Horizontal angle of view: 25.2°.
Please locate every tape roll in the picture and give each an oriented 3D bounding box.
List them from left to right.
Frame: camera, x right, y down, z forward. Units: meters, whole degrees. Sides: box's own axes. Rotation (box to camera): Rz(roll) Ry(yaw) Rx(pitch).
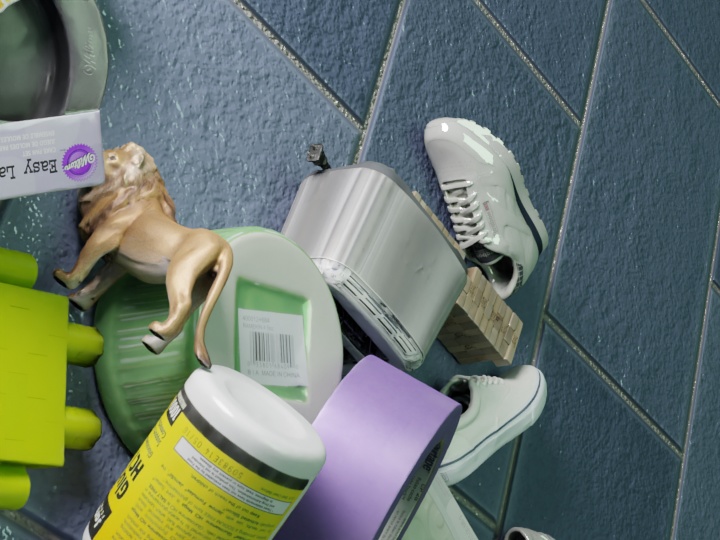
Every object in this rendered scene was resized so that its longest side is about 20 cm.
[{"bbox_3d":[-0.003,0.173,1.272,0.200,0.085,0.200,-59,169,-18],"label":"tape roll"}]

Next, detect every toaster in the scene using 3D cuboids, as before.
[{"bbox_3d":[0.000,0.000,1.385,0.200,0.113,0.129,51,48,-35],"label":"toaster"}]

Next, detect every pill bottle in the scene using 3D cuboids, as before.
[{"bbox_3d":[-0.122,0.175,1.121,0.112,0.112,0.200,27,102,-46],"label":"pill bottle"}]

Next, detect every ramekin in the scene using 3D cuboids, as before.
[{"bbox_3d":[-0.102,0.060,1.249,0.200,0.097,0.201,16,69,-50],"label":"ramekin"}]

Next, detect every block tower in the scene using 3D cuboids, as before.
[{"bbox_3d":[0.078,0.014,1.530,0.200,0.058,0.054,48,48,-32],"label":"block tower"}]

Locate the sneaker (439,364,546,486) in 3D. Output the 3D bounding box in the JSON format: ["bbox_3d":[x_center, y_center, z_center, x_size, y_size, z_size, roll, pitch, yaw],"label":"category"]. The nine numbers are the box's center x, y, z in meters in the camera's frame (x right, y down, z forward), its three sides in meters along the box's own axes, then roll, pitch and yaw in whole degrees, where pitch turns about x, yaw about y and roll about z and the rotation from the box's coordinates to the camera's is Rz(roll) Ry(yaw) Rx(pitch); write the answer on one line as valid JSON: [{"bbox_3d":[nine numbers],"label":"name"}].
[{"bbox_3d":[0.116,0.129,1.536,0.200,0.073,0.071,-38,115,-49],"label":"sneaker"}]

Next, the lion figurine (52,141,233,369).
[{"bbox_3d":[-0.145,-0.014,1.162,0.123,0.200,0.073,-51,148,-17],"label":"lion figurine"}]

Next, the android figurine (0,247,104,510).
[{"bbox_3d":[-0.258,0.070,1.093,0.200,0.041,0.183,12,73,-51],"label":"android figurine"}]

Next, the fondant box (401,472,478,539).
[{"bbox_3d":[0.037,0.292,1.411,0.145,0.058,0.200,60,43,-25],"label":"fondant box"}]

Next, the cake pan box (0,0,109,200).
[{"bbox_3d":[-0.263,-0.134,1.038,0.199,0.052,0.185,-10,108,-30],"label":"cake pan box"}]

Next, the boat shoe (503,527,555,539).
[{"bbox_3d":[0.160,0.346,1.549,0.066,0.072,0.201,29,59,-40],"label":"boat shoe"}]

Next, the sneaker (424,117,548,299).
[{"bbox_3d":[0.119,-0.063,1.590,0.200,0.076,0.081,54,54,-28],"label":"sneaker"}]
